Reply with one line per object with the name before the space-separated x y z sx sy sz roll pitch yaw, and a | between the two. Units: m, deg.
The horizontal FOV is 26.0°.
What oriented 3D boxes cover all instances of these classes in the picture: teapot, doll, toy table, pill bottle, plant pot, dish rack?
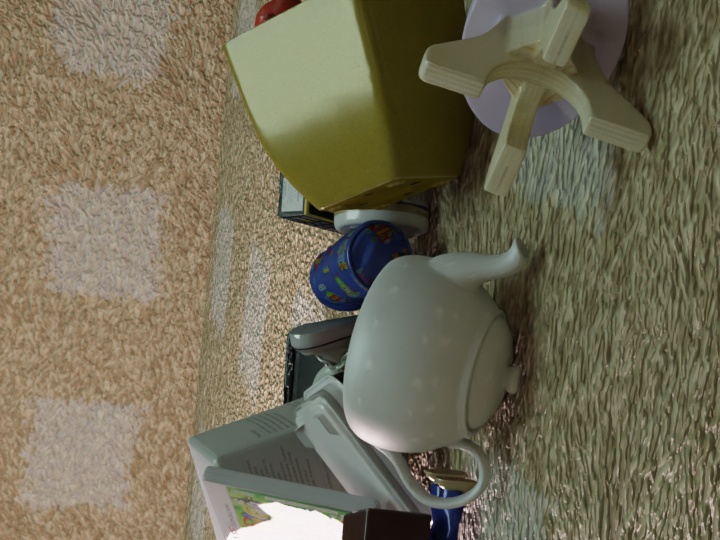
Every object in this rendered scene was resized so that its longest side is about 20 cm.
teapot | 0.079 0.090 1.451 0.201 0.145 0.198 78 -147 -55
doll | 0.081 0.305 1.554 0.136 0.048 0.202 -162 77 -78
toy table | 0.141 -0.158 1.224 0.118 0.182 0.201 -75 -7 -47
pill bottle | 0.027 -0.143 1.796 0.111 0.110 0.202 147 127 -73
plant pot | 0.007 -0.171 1.633 0.193 0.195 0.201 -20 82 37
dish rack | -0.002 0.213 1.697 0.200 0.043 0.172 53 161 2

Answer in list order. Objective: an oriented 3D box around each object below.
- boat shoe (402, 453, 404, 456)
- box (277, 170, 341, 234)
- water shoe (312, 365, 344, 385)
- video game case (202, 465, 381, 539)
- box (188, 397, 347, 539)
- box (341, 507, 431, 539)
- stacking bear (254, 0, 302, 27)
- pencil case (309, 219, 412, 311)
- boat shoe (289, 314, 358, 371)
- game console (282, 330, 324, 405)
boat shoe | 0.022 0.136 1.810 0.072 0.075 0.202 111 168 -76
box | -0.022 -0.128 1.867 0.049 0.200 0.161 -4 80 32
water shoe | -0.024 0.193 2.041 0.079 0.071 0.201 57 151 31
video game case | -0.064 0.288 1.717 0.183 0.198 0.022 79 -155 -50
box | -0.095 0.282 1.927 0.199 0.170 0.201 -175 69 -75
box | 0.019 0.340 1.535 0.100 0.074 0.202 141 134 -72
stacking bear | -0.032 -0.289 1.901 0.121 0.198 0.115 139 134 -71
pencil case | 0.000 0.000 1.779 0.078 0.087 0.200 -42 3 -16
boat shoe | -0.020 0.089 1.847 0.200 0.071 0.066 -8 -88 -67
game console | -0.050 0.190 2.219 0.176 0.115 0.202 5 -90 -73
